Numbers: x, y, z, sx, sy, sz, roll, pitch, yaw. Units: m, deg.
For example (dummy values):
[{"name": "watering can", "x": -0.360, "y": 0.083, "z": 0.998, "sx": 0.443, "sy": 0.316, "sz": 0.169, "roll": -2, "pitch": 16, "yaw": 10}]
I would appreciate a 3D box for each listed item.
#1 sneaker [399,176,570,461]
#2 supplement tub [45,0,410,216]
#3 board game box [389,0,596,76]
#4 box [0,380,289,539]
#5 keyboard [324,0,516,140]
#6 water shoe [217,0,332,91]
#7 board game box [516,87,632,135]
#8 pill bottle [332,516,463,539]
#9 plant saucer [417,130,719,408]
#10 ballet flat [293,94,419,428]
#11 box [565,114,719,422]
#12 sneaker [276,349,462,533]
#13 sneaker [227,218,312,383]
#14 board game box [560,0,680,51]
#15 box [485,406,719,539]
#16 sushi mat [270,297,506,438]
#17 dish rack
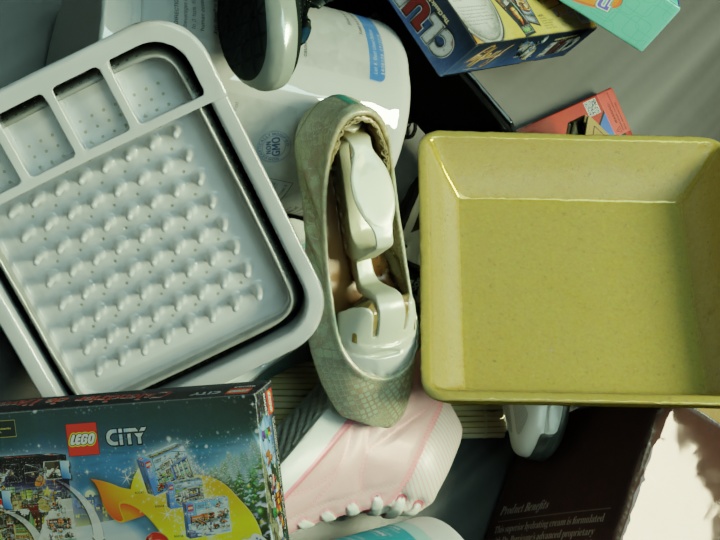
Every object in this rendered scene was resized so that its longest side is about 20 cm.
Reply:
[{"name": "sneaker", "x": 0.066, "y": 0.029, "z": 1.099, "sx": 0.114, "sy": 0.076, "sz": 0.202, "roll": -2, "pitch": 69, "yaw": -17}, {"name": "supplement tub", "x": -0.082, "y": -0.109, "z": 1.026, "sx": 0.199, "sy": 0.132, "sz": 0.133, "roll": 12, "pitch": 75, "yaw": -24}, {"name": "board game box", "x": 0.070, "y": -0.198, "z": 1.104, "sx": 0.136, "sy": 0.035, "sz": 0.200, "roll": 57, "pitch": 30, "yaw": 8}, {"name": "box", "x": -0.140, "y": 0.137, "z": 0.919, "sx": 0.198, "sy": 0.038, "sz": 0.138, "roll": -5, "pitch": 96, "yaw": 11}, {"name": "keyboard", "x": 0.021, "y": -0.157, "z": 1.104, "sx": 0.200, "sy": 0.104, "sz": 0.040, "roll": 49, "pitch": 60, "yaw": -8}, {"name": "water shoe", "x": -0.039, "y": -0.176, "z": 0.963, "sx": 0.078, "sy": 0.072, "sz": 0.201, "roll": 10, "pitch": 43, "yaw": -22}, {"name": "board game box", "x": 0.179, "y": -0.020, "z": 1.200, "sx": 0.103, "sy": 0.019, "sz": 0.201, "roll": -25, "pitch": 91, "yaw": -27}, {"name": "pill bottle", "x": -0.027, "y": 0.221, "z": 0.997, "sx": 0.199, "sy": 0.111, "sz": 0.112, "roll": -12, "pitch": 85, "yaw": -28}, {"name": "plant saucer", "x": 0.133, "y": 0.007, "z": 1.027, "sx": 0.198, "sy": 0.049, "sz": 0.201, "roll": 2, "pitch": 54, "yaw": -1}, {"name": "ballet flat", "x": 0.000, "y": 0.000, "z": 0.966, "sx": 0.067, "sy": 0.062, "sz": 0.201, "roll": -16, "pitch": 101, "yaw": -24}, {"name": "box", "x": 0.201, "y": 0.013, "z": 1.148, "sx": 0.200, "sy": 0.021, "sz": 0.164, "roll": 39, "pitch": 46, "yaw": -30}, {"name": "sneaker", "x": -0.015, "y": 0.134, "z": 1.035, "sx": 0.200, "sy": 0.075, "sz": 0.105, "roll": -44, "pitch": 107, "yaw": -20}, {"name": "sneaker", "x": -0.087, "y": 0.044, "z": 1.027, "sx": 0.200, "sy": 0.070, "sz": 0.080, "roll": -35, "pitch": 79, "yaw": -19}, {"name": "board game box", "x": 0.140, "y": -0.254, "z": 1.159, "sx": 0.151, "sy": 0.045, "sz": 0.201, "roll": 29, "pitch": 35, "yaw": -18}, {"name": "box", "x": 0.178, "y": 0.209, "z": 1.069, "sx": 0.164, "sy": 0.166, "sz": 0.201, "roll": 29, "pitch": 69, "yaw": -18}, {"name": "sushi mat", "x": 0.007, "y": 0.063, "z": 1.101, "sx": 0.199, "sy": 0.012, "sz": 0.096, "roll": 2, "pitch": 80, "yaw": -26}, {"name": "dish rack", "x": -0.129, "y": -0.023, "z": 0.930, "sx": 0.171, "sy": 0.044, "sz": 0.201, "roll": -25, "pitch": 107, "yaw": 3}]
